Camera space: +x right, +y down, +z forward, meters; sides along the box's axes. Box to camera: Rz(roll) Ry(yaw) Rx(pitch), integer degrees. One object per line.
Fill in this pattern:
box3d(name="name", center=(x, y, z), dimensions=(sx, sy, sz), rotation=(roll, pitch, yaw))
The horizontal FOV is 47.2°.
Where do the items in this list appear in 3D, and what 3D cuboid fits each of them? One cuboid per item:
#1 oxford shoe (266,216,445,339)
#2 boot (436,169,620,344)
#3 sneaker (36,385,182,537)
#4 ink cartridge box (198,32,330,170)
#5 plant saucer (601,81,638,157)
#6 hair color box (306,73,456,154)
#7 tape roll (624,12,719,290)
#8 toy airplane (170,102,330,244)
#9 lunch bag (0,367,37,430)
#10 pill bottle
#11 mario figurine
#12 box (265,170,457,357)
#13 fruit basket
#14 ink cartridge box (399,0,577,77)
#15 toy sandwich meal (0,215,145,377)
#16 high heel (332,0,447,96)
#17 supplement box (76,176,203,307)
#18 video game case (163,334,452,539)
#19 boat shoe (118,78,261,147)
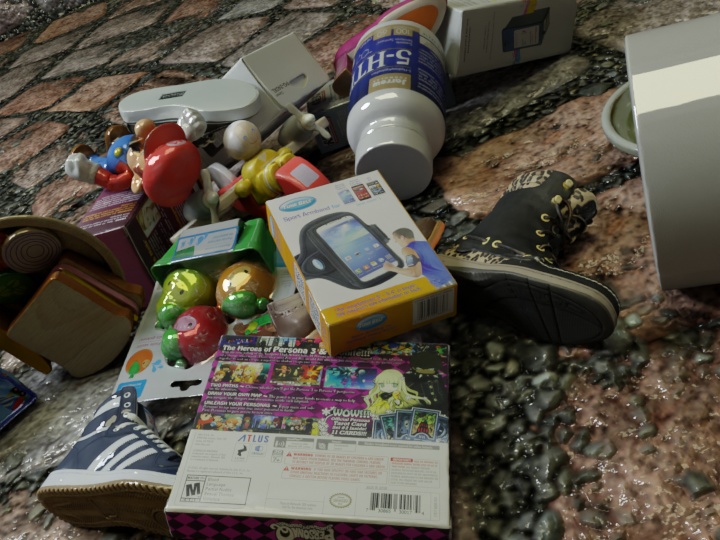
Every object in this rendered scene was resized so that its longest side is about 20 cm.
box3d(name="oxford shoe", center=(0.000, 0.000, 0.778), dimensions=(0.199, 0.073, 0.071), rotation=(-39, -2, -24))
box3d(name="boot", center=(0.163, -0.018, 0.725), dimensions=(0.151, 0.074, 0.198), rotation=(-45, 31, -26))
box3d(name="sneaker", center=(-0.173, 0.156, 0.689), dimensions=(0.196, 0.071, 0.109), rotation=(-7, 38, 30))
box3d(name="ink cartridge box", center=(-0.153, -0.212, 1.098), dimensions=(0.199, 0.084, 0.145), rotation=(-35, 9, 36))
box3d(name="plant saucer", center=(0.343, -0.151, 0.820), dimensions=(0.196, 0.051, 0.202), rotation=(-16, 34, 11))
box3d(name="hair color box", center=(0.024, -0.239, 1.138), dimensions=(0.196, 0.061, 0.100), rotation=(-19, 33, 6))
box3d(name="tape roll", center=(0.286, -0.094, 0.633), dimensions=(0.136, 0.206, 0.204), rotation=(-8, 35, 21))
box3d(name="toy airplane", center=(-0.126, -0.114, 0.978), dimensions=(0.195, 0.143, 0.202), rotation=(-18, 33, 10))
box3d(name="lunch bag", center=(-0.464, 0.168, 0.859), dimensions=(0.149, 0.095, 0.202), rotation=(13, 59, 42))
box3d(name="pill bottle", center=(0.043, -0.189, 0.980), dimensions=(0.117, 0.120, 0.203), rotation=(-11, 50, 18))
box3d(name="mario figurine", center=(-0.251, -0.141, 0.919), dimensions=(0.197, 0.105, 0.126), rotation=(11, 76, 44))
box3d(name="box", center=(-0.008, -0.021, 0.738), dimensions=(0.117, 0.042, 0.201), rotation=(-17, 46, -15))
box3d(name="fruit basket", center=(-0.151, 0.038, 0.824), dimensions=(0.181, 0.095, 0.202), rotation=(-9, 38, 21))
box3d(name="ink cartridge box", center=(0.168, -0.337, 1.101), dimensions=(0.196, 0.089, 0.145), rotation=(-16, 37, -26))
box3d(name="toy sandwich meal", center=(-0.331, 0.034, 0.851), dimensions=(0.201, 0.207, 0.071), rotation=(-20, 43, 5))
box3d(name="high heel", center=(0.038, -0.311, 1.073), dimensions=(0.199, 0.067, 0.097), rotation=(-38, 29, 39))
box3d(name="supplement box", center=(-0.261, -0.057, 1.010), dimensions=(0.084, 0.112, 0.202), rotation=(-10, 34, 19))
box3d(name="video game case", center=(-0.029, 0.123, 0.624), dimensions=(0.195, 0.036, 0.183), rotation=(2, 37, 4))
box3d(name="boat shoe", center=(-0.202, -0.188, 1.008), dimensions=(0.196, 0.065, 0.071), rotation=(3, 43, 26))
